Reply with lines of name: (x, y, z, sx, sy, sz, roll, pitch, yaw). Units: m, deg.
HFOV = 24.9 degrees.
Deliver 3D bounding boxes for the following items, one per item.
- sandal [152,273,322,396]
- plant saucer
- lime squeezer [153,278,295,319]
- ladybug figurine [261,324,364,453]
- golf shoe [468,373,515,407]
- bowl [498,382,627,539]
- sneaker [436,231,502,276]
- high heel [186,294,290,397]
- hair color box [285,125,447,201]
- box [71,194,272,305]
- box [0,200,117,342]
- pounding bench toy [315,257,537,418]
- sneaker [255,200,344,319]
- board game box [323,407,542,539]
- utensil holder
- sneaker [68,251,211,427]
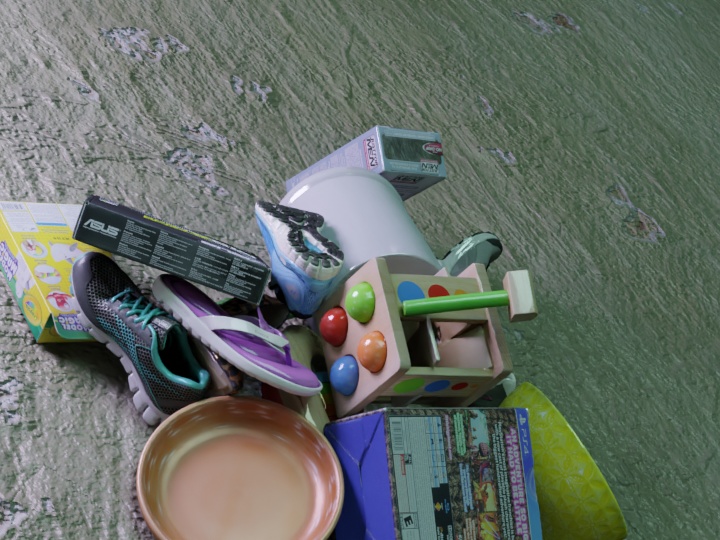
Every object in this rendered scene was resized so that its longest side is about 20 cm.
sandal: (-0.120, 0.056, 1.618, 0.202, 0.050, 0.082, 33, 17, 10)
plant saucer: (-0.116, 0.211, 1.569, 0.199, 0.038, 0.201, 6, 50, -7)
lime squeezer: (-0.133, 0.048, 1.845, 0.199, 0.038, 0.071, 10, 5, -29)
ladybug figurine: (-0.051, 0.149, 1.700, 0.136, 0.072, 0.201, 29, 35, -53)
golf shoe: (0.093, 0.104, 1.895, 0.200, 0.088, 0.077, 35, 33, 11)
bowl: (0.187, 0.232, 1.756, 0.107, 0.200, 0.200, -32, 58, -7)
sneaker: (0.126, 0.013, 2.073, 0.079, 0.074, 0.200, 47, 40, 8)
high heel: (-0.114, 0.072, 1.705, 0.142, 0.072, 0.200, -12, 22, -20)
hair color box: (0.004, -0.112, 2.011, 0.099, 0.200, 0.061, 3, 72, -37)
box: (-0.196, -0.024, 1.692, 0.199, 0.048, 0.193, 20, 0, -8)
box: (-0.311, 0.010, 1.728, 0.117, 0.048, 0.200, 2, 40, -40)
pounding bench toy: (0.064, 0.054, 1.641, 0.155, 0.200, 0.125, 4, 60, -33)
sneaker: (-0.079, -0.012, 1.745, 0.078, 0.090, 0.200, 13, 19, -17)
board game box: (0.075, 0.223, 1.633, 0.199, 0.097, 0.160, 5, 74, -40)
utensil holder: (0.000, 0.000, 1.847, 0.169, 0.171, 0.200, 14, 23, -25)
sneaker: (-0.214, 0.059, 1.642, 0.078, 0.091, 0.200, -34, 89, -43)
